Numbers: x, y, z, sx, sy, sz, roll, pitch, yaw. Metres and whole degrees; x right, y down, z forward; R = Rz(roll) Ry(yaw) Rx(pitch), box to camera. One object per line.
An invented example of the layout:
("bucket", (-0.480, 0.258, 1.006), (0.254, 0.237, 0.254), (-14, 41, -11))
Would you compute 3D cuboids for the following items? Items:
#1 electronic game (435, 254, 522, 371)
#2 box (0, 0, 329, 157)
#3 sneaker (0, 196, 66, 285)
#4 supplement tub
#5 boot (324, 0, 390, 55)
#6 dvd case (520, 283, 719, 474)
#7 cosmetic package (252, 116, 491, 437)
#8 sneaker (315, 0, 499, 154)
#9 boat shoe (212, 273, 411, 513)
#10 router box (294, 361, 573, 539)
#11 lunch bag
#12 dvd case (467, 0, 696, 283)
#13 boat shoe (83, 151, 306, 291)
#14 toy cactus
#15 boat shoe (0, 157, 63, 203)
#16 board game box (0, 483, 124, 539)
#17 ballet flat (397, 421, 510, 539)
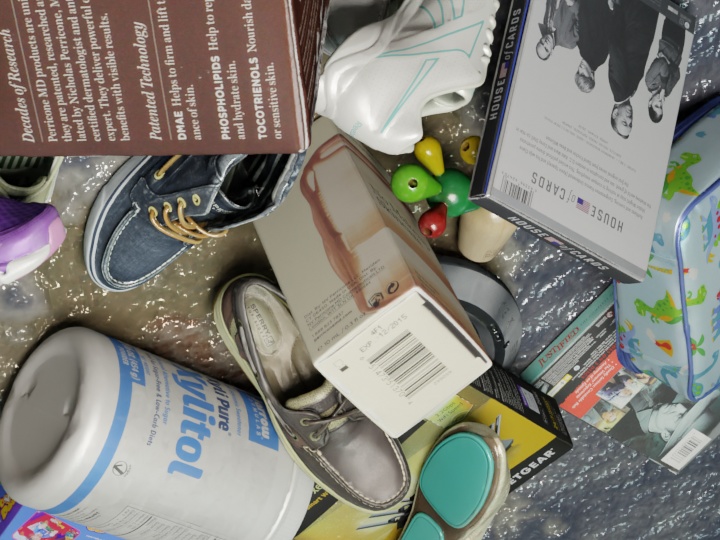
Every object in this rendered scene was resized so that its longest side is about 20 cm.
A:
("electronic game", (0.025, 0.062, 1.440), (0.199, 0.042, 0.200), (-9, 137, -9))
("box", (-0.126, -0.176, 1.077), (0.199, 0.166, 0.165), (-1, 131, 6))
("sneaker", (-0.278, -0.038, 1.186), (0.200, 0.080, 0.089), (3, 116, 23))
("supplement tub", (-0.146, 0.131, 1.371), (0.200, 0.132, 0.132), (24, 116, -34))
("boot", (-0.005, -0.200, 1.183), (0.073, 0.096, 0.200), (-13, 130, -10))
("dvd case", (0.244, 0.079, 1.551), (0.200, 0.022, 0.146), (30, 112, -35))
("cosmetic package", (0.000, 0.000, 1.277), (0.087, 0.200, 0.103), (-38, 132, 10))
("sneaker", (0.053, -0.146, 1.216), (0.200, 0.080, 0.070), (-47, 172, -25))
("boat shoe", (-0.034, 0.089, 1.344), (0.073, 0.065, 0.200), (-40, 92, -8))
("router box", (0.036, 0.143, 1.458), (0.200, 0.052, 0.157), (-40, 134, 22))
("lunch bag", (0.258, -0.017, 1.409), (0.161, 0.082, 0.200), (-39, 137, -27))
("dvd case", (0.151, -0.110, 1.271), (0.150, 0.200, 0.025), (26, 159, -33))
("boat shoe", (-0.114, -0.045, 1.269), (0.071, 0.091, 0.200), (24, 116, -34))
("toy cactus", (0.109, -0.061, 1.341), (0.200, 0.102, 0.165), (-29, 155, -29))
("boat shoe", (-0.229, -0.065, 1.228), (0.072, 0.062, 0.200), (6, 125, -25))
("board game box", (-0.197, 0.217, 1.477), (0.200, 0.045, 0.135), (24, 116, -34))
("ballet flat", (0.073, 0.174, 1.430), (0.062, 0.067, 0.200), (-22, 150, -39))
